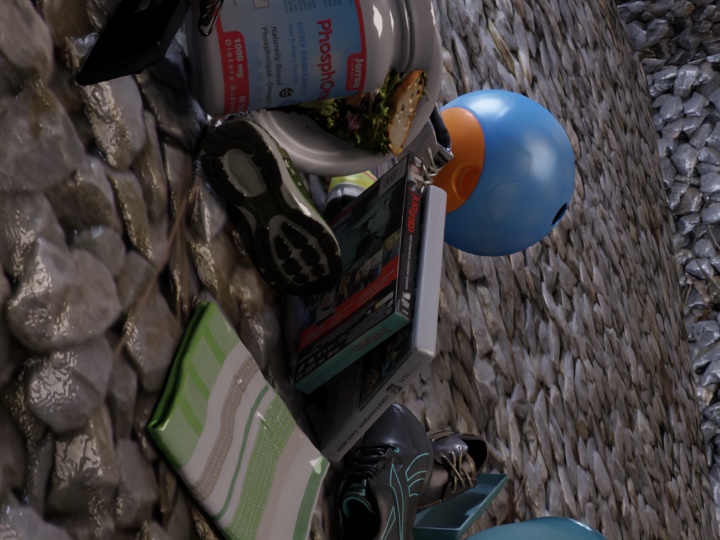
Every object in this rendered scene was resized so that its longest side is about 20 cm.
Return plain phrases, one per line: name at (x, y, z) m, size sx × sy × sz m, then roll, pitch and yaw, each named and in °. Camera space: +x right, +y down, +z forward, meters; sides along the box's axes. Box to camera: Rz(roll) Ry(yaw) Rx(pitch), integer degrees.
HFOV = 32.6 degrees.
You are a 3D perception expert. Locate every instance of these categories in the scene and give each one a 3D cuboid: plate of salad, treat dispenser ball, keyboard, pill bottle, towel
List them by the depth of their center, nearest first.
keyboard at (-0.143, -0.199, 0.948) m, size 0.040 × 0.104 × 0.200 m, roll 58°, pitch 28°, yaw -34°
towel at (-0.088, 0.140, 0.967) m, size 0.200 × 0.031 × 0.150 m, roll 60°, pitch 26°, yaw -33°
pill bottle at (-0.043, -0.197, 1.037) m, size 0.109 × 0.199 × 0.109 m, roll 170°, pitch -90°, yaw -78°
plate of salad at (-0.012, -0.178, 1.144) m, size 0.200 × 0.200 × 0.048 m, roll 60°, pitch -3°, yaw -32°
treat dispenser ball at (0.160, -0.118, 1.495) m, size 0.201 × 0.200 × 0.202 m, roll 47°, pitch 35°, yaw -49°

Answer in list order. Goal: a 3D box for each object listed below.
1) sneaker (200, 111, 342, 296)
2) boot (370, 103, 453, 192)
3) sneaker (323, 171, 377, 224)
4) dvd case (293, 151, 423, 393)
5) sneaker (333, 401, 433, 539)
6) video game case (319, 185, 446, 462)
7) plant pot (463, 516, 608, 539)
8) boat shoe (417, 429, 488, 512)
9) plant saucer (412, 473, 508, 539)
sneaker at (-0.070, -0.066, 1.092) m, size 0.089 × 0.077 × 0.200 m, roll -88°, pitch 156°, yaw -54°
boot at (0.059, -0.112, 1.389) m, size 0.073 × 0.095 × 0.201 m, roll 14°, pitch 64°, yaw -65°
sneaker at (0.027, -0.045, 1.300) m, size 0.200 × 0.078 × 0.091 m, roll 55°, pitch 23°, yaw -45°
dvd case at (0.000, 0.000, 1.124) m, size 0.022 × 0.146 × 0.201 m, roll 31°, pitch 42°, yaw -25°
sneaker at (0.020, 0.198, 1.131) m, size 0.079 × 0.075 × 0.201 m, roll 51°, pitch 32°, yaw -41°
video game case at (0.022, 0.048, 1.120) m, size 0.023 × 0.182 × 0.201 m, roll 23°, pitch 44°, yaw -15°
plant pot at (0.142, 0.342, 1.205) m, size 0.188 × 0.199 × 0.201 m, roll 14°, pitch 63°, yaw -48°
boat shoe at (0.082, 0.201, 1.279) m, size 0.200 × 0.073 × 0.075 m, roll -23°, pitch 97°, yaw -68°
plant saucer at (0.100, 0.249, 1.302) m, size 0.200 × 0.070 × 0.019 m, roll -21°, pitch 107°, yaw -68°
